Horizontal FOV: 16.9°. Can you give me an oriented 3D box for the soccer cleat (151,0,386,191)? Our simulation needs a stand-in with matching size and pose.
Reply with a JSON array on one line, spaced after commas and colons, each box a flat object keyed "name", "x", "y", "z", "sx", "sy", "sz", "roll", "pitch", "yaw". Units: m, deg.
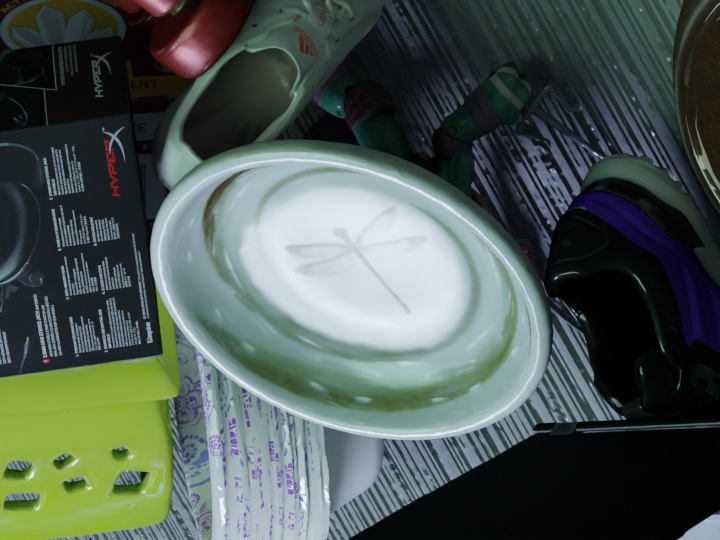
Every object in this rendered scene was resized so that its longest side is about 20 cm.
[{"name": "soccer cleat", "x": -0.032, "y": -0.119, "z": 1.189, "sx": 0.069, "sy": 0.200, "sz": 0.078, "roll": 35, "pitch": 168, "yaw": -11}]

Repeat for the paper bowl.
[{"name": "paper bowl", "x": -0.048, "y": 0.059, "z": 1.352, "sx": 0.201, "sy": 0.104, "sz": 0.202, "roll": 173, "pitch": 90, "yaw": -82}]

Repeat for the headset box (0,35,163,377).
[{"name": "headset box", "x": -0.204, "y": -0.022, "z": 1.186, "sx": 0.077, "sy": 0.199, "sz": 0.149, "roll": -102, "pitch": 6, "yaw": -53}]

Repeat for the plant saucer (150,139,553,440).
[{"name": "plant saucer", "x": 0.000, "y": 0.000, "z": 1.165, "sx": 0.199, "sy": 0.050, "sz": 0.201, "roll": 13, "pitch": 139, "yaw": 11}]

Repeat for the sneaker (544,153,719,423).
[{"name": "sneaker", "x": 0.157, "y": 0.048, "z": 1.141, "sx": 0.200, "sy": 0.100, "sz": 0.070, "roll": 45, "pitch": 138, "yaw": -6}]

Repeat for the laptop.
[{"name": "laptop", "x": 0.139, "y": 0.126, "z": 1.070, "sx": 0.187, "sy": 0.116, "sz": 0.200, "roll": -6, "pitch": 139, "yaw": 49}]

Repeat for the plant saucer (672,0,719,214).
[{"name": "plant saucer", "x": 0.214, "y": -0.065, "z": 1.079, "sx": 0.200, "sy": 0.034, "sz": 0.201, "roll": 26, "pitch": 133, "yaw": 33}]

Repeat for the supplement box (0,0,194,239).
[{"name": "supplement box", "x": -0.160, "y": -0.103, "z": 1.309, "sx": 0.200, "sy": 0.130, "sz": 0.104, "roll": -107, "pitch": 16, "yaw": -52}]

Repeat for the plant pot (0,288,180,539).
[{"name": "plant pot", "x": -0.205, "y": 0.030, "z": 1.397, "sx": 0.182, "sy": 0.198, "sz": 0.201, "roll": 112, "pitch": 150, "yaw": -58}]

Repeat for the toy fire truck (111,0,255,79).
[{"name": "toy fire truck", "x": -0.088, "y": -0.197, "z": 1.170, "sx": 0.112, "sy": 0.168, "sz": 0.200, "roll": 31, "pitch": -174, "yaw": -20}]

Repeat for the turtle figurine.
[{"name": "turtle figurine", "x": 0.045, "y": -0.040, "z": 1.234, "sx": 0.200, "sy": 0.100, "sz": 0.150, "roll": 41, "pitch": 140, "yaw": 29}]
